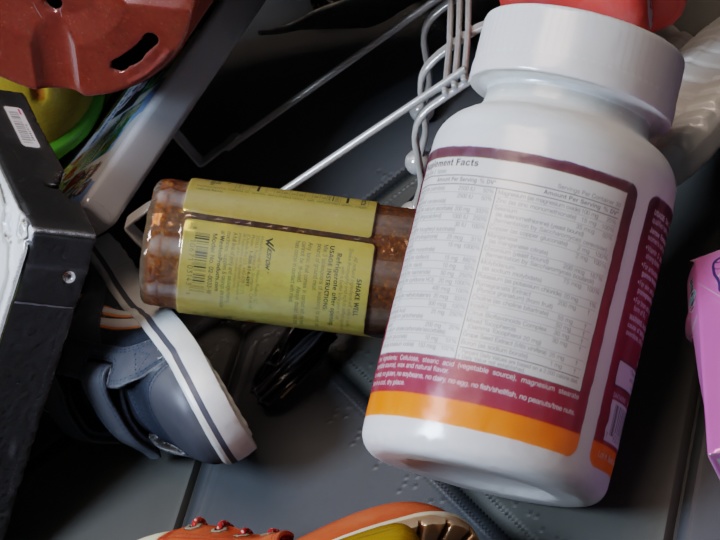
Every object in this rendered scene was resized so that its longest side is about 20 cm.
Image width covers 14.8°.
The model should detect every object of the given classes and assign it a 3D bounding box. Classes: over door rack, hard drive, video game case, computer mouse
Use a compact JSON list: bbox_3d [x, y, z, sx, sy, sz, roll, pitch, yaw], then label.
[{"bbox_3d":[-0.007,-0.066,1.373,0.200,0.067,0.148,-23,21,13],"label":"over door rack"},{"bbox_3d":[-0.186,0.031,1.331,0.038,0.200,0.140,5,31,-26],"label":"hard drive"},{"bbox_3d":[-0.134,-0.068,1.446,0.182,0.022,0.200,-28,24,50],"label":"video game case"},{"bbox_3d":[0.023,-0.003,1.348,0.200,0.034,0.059,-45,17,-6],"label":"computer mouse"}]

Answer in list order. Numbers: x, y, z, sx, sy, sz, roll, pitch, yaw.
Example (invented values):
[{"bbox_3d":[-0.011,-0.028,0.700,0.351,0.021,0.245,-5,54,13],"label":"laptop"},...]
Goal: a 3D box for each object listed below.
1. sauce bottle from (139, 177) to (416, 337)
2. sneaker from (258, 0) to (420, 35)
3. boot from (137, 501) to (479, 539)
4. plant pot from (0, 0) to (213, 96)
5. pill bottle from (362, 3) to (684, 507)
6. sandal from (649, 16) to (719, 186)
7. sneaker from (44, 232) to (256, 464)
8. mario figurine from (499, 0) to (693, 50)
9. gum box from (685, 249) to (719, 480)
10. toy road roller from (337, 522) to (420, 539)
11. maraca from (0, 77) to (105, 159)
[{"bbox_3d":[0.000,0.000,1.282,0.200,0.066,0.066,9,48,2],"label":"sauce bottle"},{"bbox_3d":[0.025,-0.169,1.449,0.104,0.060,0.200,-24,3,31],"label":"sneaker"},{"bbox_3d":[-0.044,0.136,1.212,0.200,0.075,0.107,-24,35,9],"label":"boot"},{"bbox_3d":[-0.125,-0.200,1.368,0.201,0.201,0.195,-8,37,25],"label":"plant pot"},{"bbox_3d":[0.075,-0.006,1.200,0.109,0.110,0.200,7,77,36],"label":"pill bottle"},{"bbox_3d":[0.179,-0.082,1.319,0.203,0.050,0.082,-40,24,-29],"label":"sandal"},{"bbox_3d":[-0.115,0.053,1.338,0.079,0.078,0.200,-32,28,-9],"label":"sneaker"},{"bbox_3d":[0.128,-0.172,1.376,0.106,0.123,0.200,-53,22,28],"label":"mario figurine"},{"bbox_3d":[0.233,0.032,1.149,0.200,0.066,0.114,-16,42,18],"label":"gum box"},{"bbox_3d":[0.010,0.190,1.059,0.123,0.146,0.200,-21,40,12],"label":"toy road roller"},{"bbox_3d":[-0.229,-0.106,1.434,0.200,0.107,0.137,15,48,6],"label":"maraca"}]
